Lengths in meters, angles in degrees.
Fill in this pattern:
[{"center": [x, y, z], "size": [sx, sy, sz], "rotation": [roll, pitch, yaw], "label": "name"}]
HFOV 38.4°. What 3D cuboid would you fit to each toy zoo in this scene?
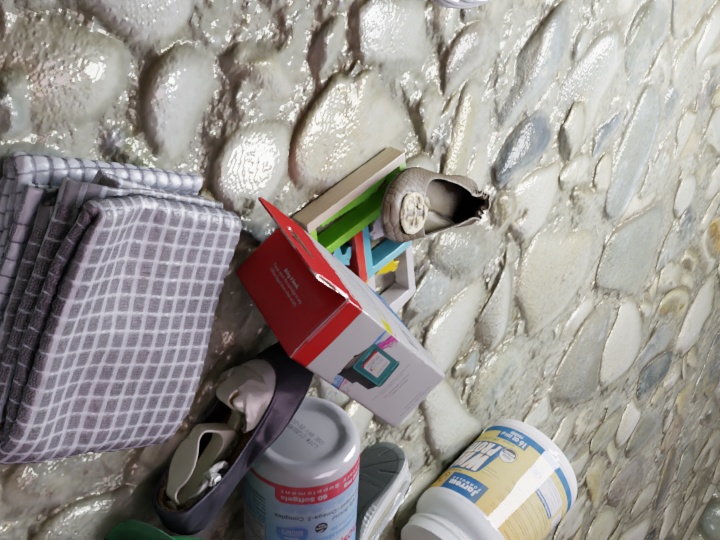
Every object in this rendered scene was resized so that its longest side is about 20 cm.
[{"center": [0.000, 0.000, 0.968], "size": [0.131, 0.020, 0.201], "rotation": [-38, 139, -32], "label": "toy zoo"}]

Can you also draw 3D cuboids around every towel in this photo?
[{"center": [-0.173, 0.029, 0.701], "size": [0.165, 0.085, 0.202], "rotation": [4, 110, -55], "label": "towel"}]

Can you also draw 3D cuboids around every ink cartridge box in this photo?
[{"center": [-0.026, 0.037, 0.851], "size": [0.067, 0.116, 0.200], "rotation": [-44, 136, 5], "label": "ink cartridge box"}]

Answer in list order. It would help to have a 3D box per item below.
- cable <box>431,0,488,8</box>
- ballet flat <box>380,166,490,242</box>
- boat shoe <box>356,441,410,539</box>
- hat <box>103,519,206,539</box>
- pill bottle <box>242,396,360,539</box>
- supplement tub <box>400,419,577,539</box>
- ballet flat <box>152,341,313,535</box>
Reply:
[{"center": [0.093, -0.313, 0.831], "size": [0.199, 0.069, 0.202], "rotation": [-1, 113, -54], "label": "cable"}, {"center": [0.075, -0.061, 0.973], "size": [0.200, 0.046, 0.068], "rotation": [-9, 112, -62], "label": "ballet flat"}, {"center": [-0.012, 0.278, 1.104], "size": [0.202, 0.074, 0.065], "rotation": [-53, 142, -26], "label": "boat shoe"}, {"center": [-0.107, 0.255, 0.892], "size": [0.176, 0.165, 0.201], "rotation": [-31, 154, -45], "label": "hat"}, {"center": [-0.057, 0.227, 0.973], "size": [0.108, 0.108, 0.202], "rotation": [-29, 134, -39], "label": "pill bottle"}, {"center": [0.159, 0.297, 1.279], "size": [0.200, 0.144, 0.146], "rotation": [-38, 140, -31], "label": "supplement tub"}, {"center": [-0.109, 0.133, 0.876], "size": [0.201, 0.073, 0.073], "rotation": [-55, 146, -7], "label": "ballet flat"}]
